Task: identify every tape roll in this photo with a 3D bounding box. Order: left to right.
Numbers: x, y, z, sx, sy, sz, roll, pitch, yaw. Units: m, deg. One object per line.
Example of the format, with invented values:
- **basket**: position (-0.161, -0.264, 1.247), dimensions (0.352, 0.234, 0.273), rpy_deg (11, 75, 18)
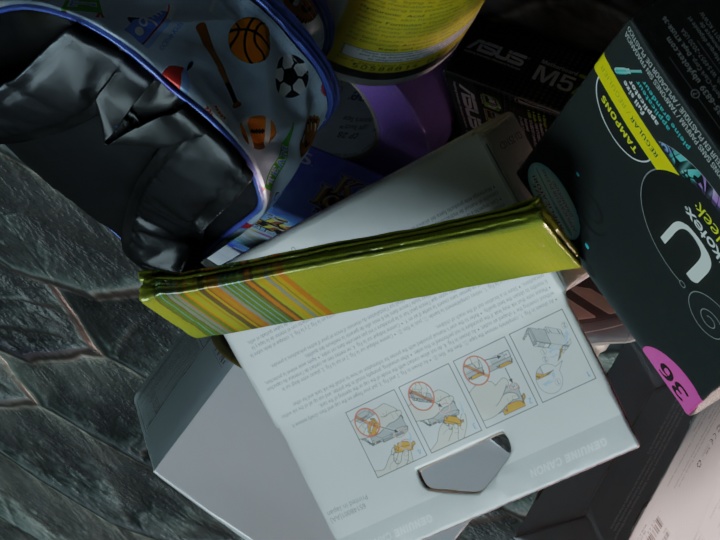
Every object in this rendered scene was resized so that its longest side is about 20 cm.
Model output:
- **tape roll**: position (-0.034, -0.129, 1.523), dimensions (0.200, 0.066, 0.200), rpy_deg (26, 158, 12)

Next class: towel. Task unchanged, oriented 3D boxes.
- **towel**: position (0.000, 0.000, 1.311), dimensions (0.200, 0.018, 0.086), rpy_deg (-11, 164, 14)

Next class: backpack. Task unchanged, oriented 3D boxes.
- **backpack**: position (-0.097, -0.095, 1.294), dimensions (0.200, 0.154, 0.190), rpy_deg (35, 165, -16)

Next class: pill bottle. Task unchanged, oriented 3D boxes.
- **pill bottle**: position (0.021, -0.173, 1.295), dimensions (0.111, 0.111, 0.200), rpy_deg (32, 159, 0)

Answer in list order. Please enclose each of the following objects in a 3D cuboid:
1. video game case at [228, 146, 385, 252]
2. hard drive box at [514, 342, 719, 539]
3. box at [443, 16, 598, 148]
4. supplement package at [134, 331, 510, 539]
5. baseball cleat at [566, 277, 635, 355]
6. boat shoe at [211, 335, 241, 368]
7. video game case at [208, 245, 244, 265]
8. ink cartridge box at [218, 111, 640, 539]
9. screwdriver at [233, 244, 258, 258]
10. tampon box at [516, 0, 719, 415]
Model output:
- **video game case**: position (-0.009, -0.022, 1.581), dimensions (0.200, 0.045, 0.181), rpy_deg (23, 169, -5)
- **hard drive box**: position (0.197, 0.165, 1.718), dimensions (0.077, 0.156, 0.200), rpy_deg (13, 151, 39)
- **box**: position (0.151, -0.038, 1.496), dimensions (0.193, 0.048, 0.200), rpy_deg (20, 155, 24)
- **supplement package**: position (-0.029, 0.105, 1.813), dimensions (0.191, 0.147, 0.200), rpy_deg (37, -177, -12)
- **baseball cleat**: position (0.090, -0.001, 1.461), dimensions (0.200, 0.107, 0.070), rpy_deg (-8, -171, -2)
- **boat shoe**: position (-0.005, 0.044, 1.585), dimensions (0.201, 0.072, 0.066), rpy_deg (6, 157, 47)
- **video game case**: position (0.003, 0.018, 1.709), dimensions (0.200, 0.018, 0.143), rpy_deg (31, -163, 20)
- **ink cartridge box**: position (0.035, 0.039, 1.409), dimensions (0.200, 0.045, 0.176), rpy_deg (-27, 92, 34)
- **screwdriver**: position (-0.038, -0.004, 1.528), dimensions (0.028, 0.029, 0.200), rpy_deg (25, 169, -17)
- **tampon box**: position (0.183, -0.048, 1.261), dimensions (0.150, 0.126, 0.200), rpy_deg (55, 161, 10)
